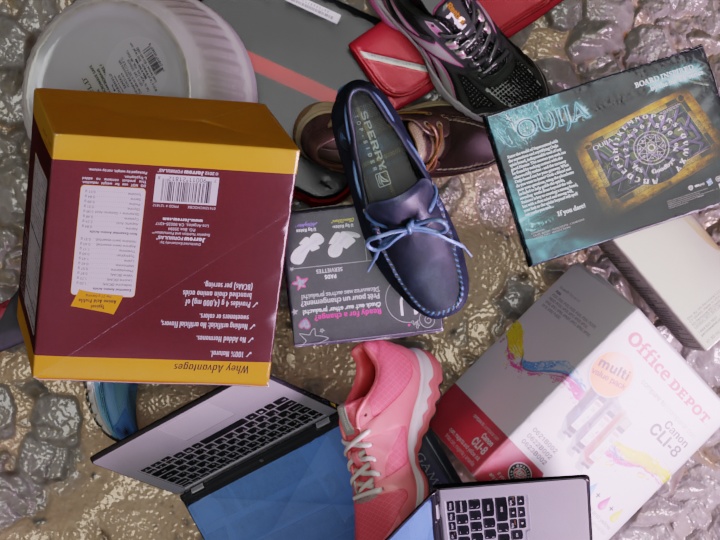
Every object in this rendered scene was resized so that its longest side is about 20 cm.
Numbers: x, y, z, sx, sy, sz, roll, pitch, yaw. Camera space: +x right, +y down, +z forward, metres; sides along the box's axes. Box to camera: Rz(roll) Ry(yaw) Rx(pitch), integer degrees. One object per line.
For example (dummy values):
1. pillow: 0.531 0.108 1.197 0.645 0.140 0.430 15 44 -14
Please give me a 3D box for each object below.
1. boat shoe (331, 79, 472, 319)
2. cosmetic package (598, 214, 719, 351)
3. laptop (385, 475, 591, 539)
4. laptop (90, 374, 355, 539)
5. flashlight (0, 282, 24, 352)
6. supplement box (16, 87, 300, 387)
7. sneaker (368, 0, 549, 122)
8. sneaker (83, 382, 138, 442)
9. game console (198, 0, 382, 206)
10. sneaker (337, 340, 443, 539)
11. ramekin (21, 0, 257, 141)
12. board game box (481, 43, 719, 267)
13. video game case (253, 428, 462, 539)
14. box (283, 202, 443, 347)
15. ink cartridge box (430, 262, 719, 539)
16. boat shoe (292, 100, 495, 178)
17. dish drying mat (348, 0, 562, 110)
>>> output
1. boat shoe: 0.023 -0.052 1.531 0.084 0.069 0.201 -30 89 -1
2. cosmetic package: 0.257 -0.028 1.717 0.071 0.105 0.200 -40 93 -1
3. laptop: 0.096 0.282 1.584 0.198 0.116 0.189 -5 122 4
4. laptop: -0.095 0.197 1.688 0.186 0.199 0.117 -29 57 23
5. flashlight: -0.318 0.038 1.703 0.199 0.068 0.068 -20 127 27
6. supplement box: -0.167 -0.026 1.564 0.195 0.133 0.202 3 110 -17
7. sneaker: 0.080 -0.205 1.682 0.200 0.086 0.080 40 81 2
8. sneaker: -0.201 0.054 1.731 0.089 0.078 0.202 2 92 -4
9. game console: -0.072 -0.169 1.750 0.198 0.031 0.178 24 86 -2
10. sneaker: 0.009 0.150 1.639 0.086 0.073 0.202 27 57 -32
11. ramekin: -0.198 -0.149 1.681 0.198 0.105 0.203 -1 88 18
12. board game box: 0.217 -0.098 1.650 0.198 0.028 0.137 -17 90 -2
13. video game case: 0.017 0.244 1.727 0.199 0.019 0.144 -31 92 25
14. box: 0.000 0.000 1.667 0.131 0.200 0.116 -7 91 0
15. ink cartridge box: 0.187 0.124 1.683 0.200 0.145 0.145 -46 112 0
16. boat shoe: 0.043 -0.108 1.705 0.198 0.072 0.073 4 112 -20
17. dish drying mat: 0.090 -0.225 1.740 0.199 0.018 0.077 -34 91 -6
